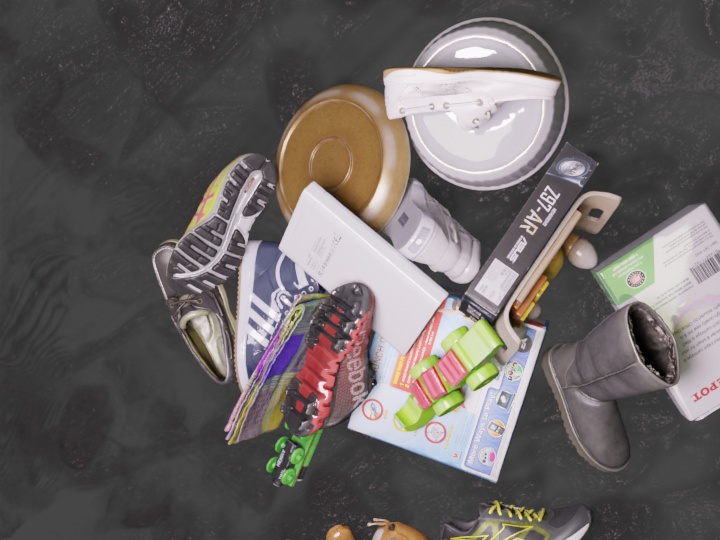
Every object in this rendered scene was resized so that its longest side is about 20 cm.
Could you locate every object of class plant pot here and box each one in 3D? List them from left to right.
[{"bbox_3d":[-0.030,-0.124,1.517,0.199,0.027,0.202,-4,83,35],"label":"plant pot"}]

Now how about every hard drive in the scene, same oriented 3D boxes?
[{"bbox_3d":[0.000,0.000,1.475,0.200,0.027,0.132,41,146,7],"label":"hard drive"}]

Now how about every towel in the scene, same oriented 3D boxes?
[{"bbox_3d":[-0.089,0.117,1.547,0.023,0.143,0.201,33,101,18],"label":"towel"}]

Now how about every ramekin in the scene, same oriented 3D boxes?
[{"bbox_3d":[0.141,-0.191,1.477,0.200,0.094,0.205,2,98,13],"label":"ramekin"}]

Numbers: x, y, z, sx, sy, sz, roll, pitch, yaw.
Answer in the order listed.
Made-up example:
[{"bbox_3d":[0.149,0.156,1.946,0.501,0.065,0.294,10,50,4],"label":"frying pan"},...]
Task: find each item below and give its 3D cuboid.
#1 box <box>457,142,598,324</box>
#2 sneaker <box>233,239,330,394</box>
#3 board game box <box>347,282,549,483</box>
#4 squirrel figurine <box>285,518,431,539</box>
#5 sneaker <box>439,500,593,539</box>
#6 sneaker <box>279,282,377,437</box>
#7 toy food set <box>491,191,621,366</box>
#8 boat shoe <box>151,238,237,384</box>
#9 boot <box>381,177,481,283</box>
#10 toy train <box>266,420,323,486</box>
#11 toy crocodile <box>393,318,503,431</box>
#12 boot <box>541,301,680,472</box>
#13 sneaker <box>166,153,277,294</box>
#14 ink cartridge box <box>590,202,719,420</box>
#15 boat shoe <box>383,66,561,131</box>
[{"bbox_3d":[0.184,-0.034,1.427,0.043,0.160,0.201,34,84,6],"label":"box"},{"bbox_3d":[-0.094,0.063,1.570,0.107,0.070,0.202,1,88,13],"label":"sneaker"},{"bbox_3d":[0.106,0.127,1.548,0.194,0.056,0.202,19,101,10],"label":"board game box"},{"bbox_3d":[0.018,0.402,1.583,0.185,0.142,0.201,-27,105,4],"label":"squirrel figurine"},{"bbox_3d":[0.183,0.315,1.546,0.199,0.074,0.085,-23,91,15],"label":"sneaker"},{"bbox_3d":[-0.020,0.103,1.498,0.071,0.097,0.202,41,118,42],"label":"sneaker"},{"bbox_3d":[0.217,0.012,1.428,0.060,0.144,0.201,34,79,7],"label":"toy food set"},{"bbox_3d":[-0.202,0.053,1.602,0.071,0.066,0.202,-30,90,15],"label":"boat shoe"},{"bbox_3d":[0.083,-0.040,1.474,0.095,0.200,0.074,33,106,-15],"label":"boot"},{"bbox_3d":[-0.058,0.179,1.590,0.042,0.056,0.201,30,102,35],"label":"toy train"},{"bbox_3d":[0.099,0.120,1.454,0.068,0.061,0.200,57,142,13],"label":"toy crocodile"},{"bbox_3d":[0.298,0.135,1.438,0.183,0.072,0.200,58,148,-1],"label":"boot"},{"bbox_3d":[-0.171,-0.059,1.571,0.078,0.090,0.201,34,97,-22],"label":"sneaker"},{"bbox_3d":[0.377,0.046,1.451,0.144,0.084,0.201,-33,89,4],"label":"ink cartridge box"},{"bbox_3d":[0.122,-0.188,1.401,0.198,0.071,0.070,4,99,21],"label":"boat shoe"}]
